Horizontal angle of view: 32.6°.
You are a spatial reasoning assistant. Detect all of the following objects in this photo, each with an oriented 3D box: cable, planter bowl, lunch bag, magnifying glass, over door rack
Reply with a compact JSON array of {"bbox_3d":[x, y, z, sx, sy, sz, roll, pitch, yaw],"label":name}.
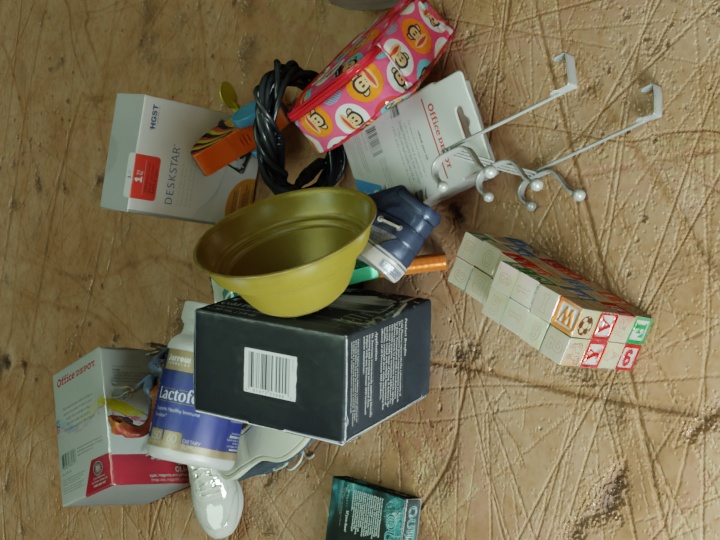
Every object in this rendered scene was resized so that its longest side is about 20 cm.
[{"bbox_3d":[-0.080,-0.167,1.497,0.051,0.200,0.164,15,86,30],"label":"cable"},{"bbox_3d":[-0.070,-0.008,1.303,0.200,0.200,0.084,16,130,48],"label":"planter bowl"},{"bbox_3d":[0.006,-0.223,1.423,0.082,0.200,0.176,47,136,-11],"label":"lunch bag"},{"bbox_3d":[0.000,0.000,1.415,0.080,0.198,0.023,-85,-11,-74],"label":"magnifying glass"},{"bbox_3d":[0.187,-0.122,1.226,0.200,0.147,0.067,-37,56,40],"label":"over door rack"}]

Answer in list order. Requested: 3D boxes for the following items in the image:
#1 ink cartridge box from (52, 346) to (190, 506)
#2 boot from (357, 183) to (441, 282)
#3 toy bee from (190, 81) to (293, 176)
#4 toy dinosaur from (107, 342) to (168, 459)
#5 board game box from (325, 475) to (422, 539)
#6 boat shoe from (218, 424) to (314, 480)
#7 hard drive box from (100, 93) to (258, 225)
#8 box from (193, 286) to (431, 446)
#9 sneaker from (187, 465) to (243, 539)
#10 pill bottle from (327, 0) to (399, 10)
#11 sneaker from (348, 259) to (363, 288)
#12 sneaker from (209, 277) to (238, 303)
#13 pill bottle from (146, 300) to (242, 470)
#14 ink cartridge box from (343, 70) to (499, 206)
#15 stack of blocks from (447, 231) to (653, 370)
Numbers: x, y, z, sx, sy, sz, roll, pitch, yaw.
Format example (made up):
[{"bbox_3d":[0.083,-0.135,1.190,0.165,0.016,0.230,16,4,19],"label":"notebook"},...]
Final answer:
[{"bbox_3d":[-0.343,0.227,1.776,0.145,0.144,0.201,-27,65,43],"label":"ink cartridge box"},{"bbox_3d":[0.014,-0.060,1.392,0.090,0.073,0.200,-50,39,-2],"label":"boot"},{"bbox_3d":[-0.128,-0.195,1.638,0.109,0.198,0.132,-99,2,-61],"label":"toy bee"},{"bbox_3d":[-0.276,0.152,1.672,0.201,0.105,0.182,-58,10,18],"label":"toy dinosaur"},{"bbox_3d":[0.007,0.355,1.451,0.135,0.028,0.202,7,89,48],"label":"board game box"},{"bbox_3d":[-0.108,0.223,1.575,0.200,0.062,0.075,-39,59,41],"label":"boat shoe"},{"bbox_3d":[-0.240,-0.145,1.672,0.077,0.199,0.157,11,94,48],"label":"hard drive box"},{"bbox_3d":[-0.051,0.094,1.377,0.199,0.196,0.125,8,102,29],"label":"box"},{"bbox_3d":[-0.214,0.261,1.656,0.074,0.100,0.201,-19,69,16],"label":"sneaker"},{"bbox_3d":[0.007,-0.430,1.500,0.112,0.112,0.202,-9,79,47],"label":"pill bottle"},{"bbox_3d":[-0.071,0.056,1.553,0.108,0.067,0.202,38,115,42],"label":"sneaker"},{"bbox_3d":[-0.154,0.046,1.661,0.093,0.070,0.201,7,88,31],"label":"sneaker"},{"bbox_3d":[-0.198,0.146,1.568,0.115,0.115,0.201,2,79,48],"label":"pill bottle"},{"bbox_3d":[0.080,-0.138,1.394,0.199,0.066,0.117,-23,82,44],"label":"ink cartridge box"},{"bbox_3d":[0.179,0.027,1.240,0.200,0.115,0.059,36,110,45],"label":"stack of blocks"}]
